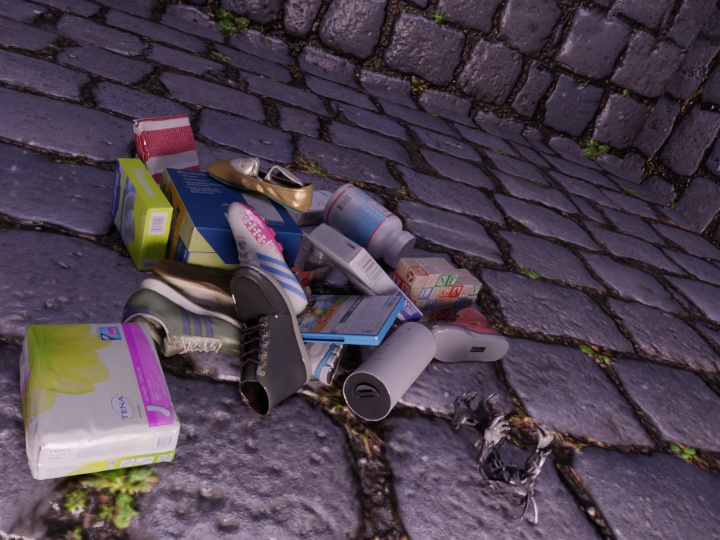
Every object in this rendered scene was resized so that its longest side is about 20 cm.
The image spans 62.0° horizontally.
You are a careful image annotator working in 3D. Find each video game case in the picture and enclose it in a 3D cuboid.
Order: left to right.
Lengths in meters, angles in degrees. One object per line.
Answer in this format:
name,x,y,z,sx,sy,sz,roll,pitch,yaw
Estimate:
video game case,-0.044,0.074,0.946,0.199,0.018,0.143,0,22,21

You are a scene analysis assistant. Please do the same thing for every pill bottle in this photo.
pill bottle,0.021,-0.096,1.332,0.200,0.109,0.109,38,31,17

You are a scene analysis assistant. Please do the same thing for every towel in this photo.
towel,-0.358,-0.193,1.153,0.023,0.201,0.144,0,17,28

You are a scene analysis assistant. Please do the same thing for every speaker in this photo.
speaker,0.051,0.154,0.953,0.081,0.082,0.200,30,28,15

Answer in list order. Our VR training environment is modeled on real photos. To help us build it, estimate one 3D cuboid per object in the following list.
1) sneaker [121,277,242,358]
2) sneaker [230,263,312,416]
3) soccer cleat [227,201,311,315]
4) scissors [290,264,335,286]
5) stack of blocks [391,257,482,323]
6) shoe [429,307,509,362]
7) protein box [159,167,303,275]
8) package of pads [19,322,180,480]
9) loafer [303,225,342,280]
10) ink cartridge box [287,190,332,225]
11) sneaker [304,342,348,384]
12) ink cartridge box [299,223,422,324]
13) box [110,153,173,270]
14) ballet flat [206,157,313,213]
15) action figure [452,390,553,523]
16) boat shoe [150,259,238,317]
sneaker,-0.250,0.095,0.865,0.199,0.067,0.090,29,46,-5
sneaker,-0.140,0.094,0.831,0.106,0.074,0.201,-40,109,-57
soccer cleat,-0.157,-0.010,0.923,0.086,0.070,0.201,-38,97,-29
scissors,-0.092,0.004,1.094,0.014,0.074,0.200,6,30,30
stack of blocks,0.148,0.038,1.191,0.199,0.116,0.059,-1,35,-38
shoe,0.184,0.118,1.131,0.199,0.072,0.091,10,28,-33
protein box,-0.241,-0.068,1.066,0.198,0.136,0.200,1,35,-35
package of pads,-0.316,0.144,0.713,0.154,0.068,0.200,2,34,-35
loafer,-0.067,-0.050,1.234,0.070,0.070,0.200,21,28,-4
ink cartridge box,-0.152,-0.179,1.424,0.162,0.057,0.200,-11,48,-47
sneaker,-0.057,0.100,0.982,0.086,0.075,0.200,20,27,7
ink cartridge box,0.000,0.000,1.071,0.196,0.043,0.200,46,-5,-36
box,-0.386,-0.106,1.041,0.047,0.122,0.200,-5,38,-37
ballet flat,-0.176,-0.169,1.079,0.199,0.063,0.069,22,26,-4
action figure,0.213,0.256,0.873,0.118,0.102,0.200,19,24,-32
boat shoe,-0.235,0.044,0.950,0.199,0.067,0.074,21,23,-17
